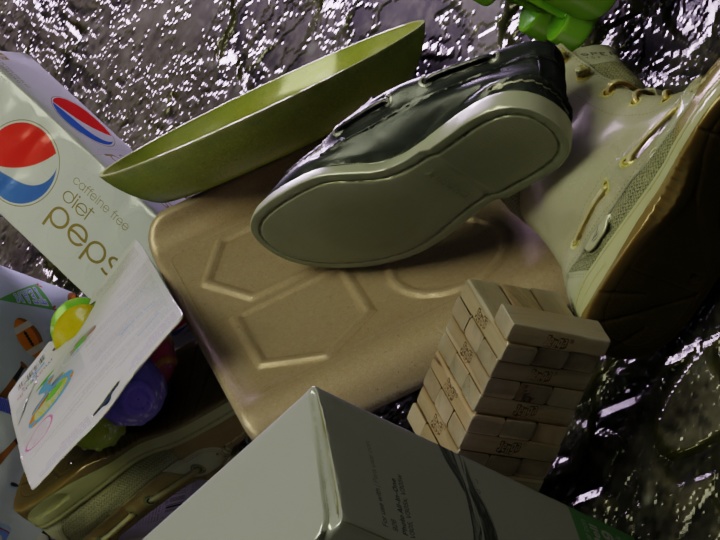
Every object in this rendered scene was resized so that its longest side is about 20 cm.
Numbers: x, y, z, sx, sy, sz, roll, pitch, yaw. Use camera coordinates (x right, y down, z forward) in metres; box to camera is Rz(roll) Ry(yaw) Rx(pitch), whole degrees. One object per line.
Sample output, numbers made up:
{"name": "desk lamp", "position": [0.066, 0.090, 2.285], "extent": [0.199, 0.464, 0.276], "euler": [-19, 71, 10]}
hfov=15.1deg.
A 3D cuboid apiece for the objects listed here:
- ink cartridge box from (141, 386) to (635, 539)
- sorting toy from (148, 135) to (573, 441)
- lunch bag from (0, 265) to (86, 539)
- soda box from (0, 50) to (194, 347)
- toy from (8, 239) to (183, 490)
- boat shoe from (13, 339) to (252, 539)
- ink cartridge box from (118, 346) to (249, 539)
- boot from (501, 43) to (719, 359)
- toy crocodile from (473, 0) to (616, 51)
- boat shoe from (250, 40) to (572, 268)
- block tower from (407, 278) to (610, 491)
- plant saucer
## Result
{"name": "ink cartridge box", "position": [0.014, 0.153, 1.196], "extent": [0.146, 0.200, 0.084], "euler": [-43, 38, 27]}
{"name": "sorting toy", "position": [0.000, 0.000, 1.407], "extent": [0.185, 0.037, 0.200], "euler": [-26, 40, -5]}
{"name": "lunch bag", "position": [-0.254, 0.087, 1.635], "extent": [0.124, 0.170, 0.200], "euler": [-37, 40, 41]}
{"name": "soda box", "position": [-0.161, -0.042, 1.593], "extent": [0.200, 0.064, 0.068], "euler": [42, 106, 15]}
{"name": "toy", "position": [-0.131, 0.056, 1.439], "extent": [0.115, 0.047, 0.200], "euler": [-50, 19, 2]}
{"name": "boat shoe", "position": [-0.100, 0.095, 1.462], "extent": [0.201, 0.063, 0.073], "euler": [-33, 27, 28]}
{"name": "ink cartridge box", "position": [-0.051, 0.086, 1.475], "extent": [0.200, 0.042, 0.119], "euler": [-20, 52, 48]}
{"name": "boot", "position": [0.146, -0.076, 1.292], "extent": [0.200, 0.072, 0.155], "euler": [-55, 33, 18]}
{"name": "toy crocodile", "position": [0.087, -0.156, 1.397], "extent": [0.062, 0.067, 0.200], "euler": [-62, 12, 4]}
{"name": "boat shoe", "position": [0.026, -0.061, 1.338], "extent": [0.199, 0.074, 0.066], "euler": [-29, 38, 43]}
{"name": "block tower", "position": [0.048, 0.096, 1.276], "extent": [0.200, 0.054, 0.058], "euler": [-66, 30, 27]}
{"name": "plant saucer", "position": [-0.049, -0.083, 1.507], "extent": [0.200, 0.031, 0.200], "euler": [-26, 7, 4]}
